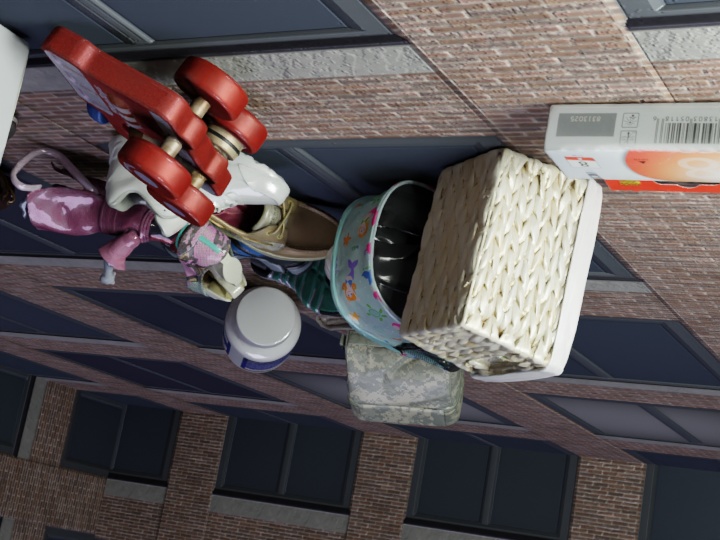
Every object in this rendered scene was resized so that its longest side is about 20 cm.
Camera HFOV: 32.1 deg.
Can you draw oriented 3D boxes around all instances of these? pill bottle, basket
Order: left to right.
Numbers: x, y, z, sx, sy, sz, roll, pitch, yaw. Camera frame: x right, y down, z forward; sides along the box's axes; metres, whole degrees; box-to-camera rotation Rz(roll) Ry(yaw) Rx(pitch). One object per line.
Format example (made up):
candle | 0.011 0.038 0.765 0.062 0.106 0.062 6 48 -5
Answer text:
pill bottle | -0.154 0.089 1.962 0.119 0.120 0.200 12 167 -6
basket | 0.133 -0.006 1.211 0.123 0.200 0.136 23 162 -24

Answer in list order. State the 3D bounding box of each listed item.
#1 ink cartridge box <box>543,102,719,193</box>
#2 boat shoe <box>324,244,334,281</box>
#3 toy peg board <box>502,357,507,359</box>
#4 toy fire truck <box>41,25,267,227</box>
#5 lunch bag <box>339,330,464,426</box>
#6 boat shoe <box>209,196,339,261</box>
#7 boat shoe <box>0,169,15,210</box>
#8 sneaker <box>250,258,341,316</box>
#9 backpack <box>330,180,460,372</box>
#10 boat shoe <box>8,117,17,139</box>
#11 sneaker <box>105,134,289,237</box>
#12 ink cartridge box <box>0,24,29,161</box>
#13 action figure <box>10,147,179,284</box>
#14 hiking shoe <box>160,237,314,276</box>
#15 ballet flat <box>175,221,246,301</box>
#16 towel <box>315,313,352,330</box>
ink cartridge box | 0.264 -0.086 1.088 0.162 0.050 0.200 3 162 27
boat shoe | 0.000 0.000 1.474 0.068 0.072 0.200 -36 175 23
toy peg board | 0.116 0.058 1.747 0.200 0.098 0.199 22 178 -39
toy fire truck | -0.189 -0.137 1.135 0.168 0.112 0.200 32 171 14
lunch bag | 0.074 0.157 2.039 0.200 0.140 0.168 4 149 12
boat shoe | -0.111 -0.059 1.422 0.200 0.074 0.066 13 172 -11
boat shoe | -0.463 -0.104 1.546 0.072 0.072 0.200 -17 168 -28
sneaker | -0.051 0.003 1.601 0.087 0.075 0.200 9 -164 -45
backpack | 0.059 0.003 1.337 0.200 0.178 0.150 26 155 -37
boat shoe | -0.442 -0.138 1.375 0.200 0.057 0.067 -3 161 44
sneaker | -0.176 -0.079 1.329 0.200 0.100 0.078 9 167 6
ink cartridge box | -0.418 -0.158 1.087 0.200 0.145 0.145 2 164 30
action figure | -0.278 -0.073 1.442 0.200 0.134 0.149 16 142 20
hiking shoe | -0.153 -0.050 1.533 0.200 0.075 0.087 4 148 8
ballet flat | -0.165 -0.003 1.429 0.071 0.069 0.200 37 168 8
towel | 0.044 0.026 1.575 0.200 0.132 0.035 -7 116 54
